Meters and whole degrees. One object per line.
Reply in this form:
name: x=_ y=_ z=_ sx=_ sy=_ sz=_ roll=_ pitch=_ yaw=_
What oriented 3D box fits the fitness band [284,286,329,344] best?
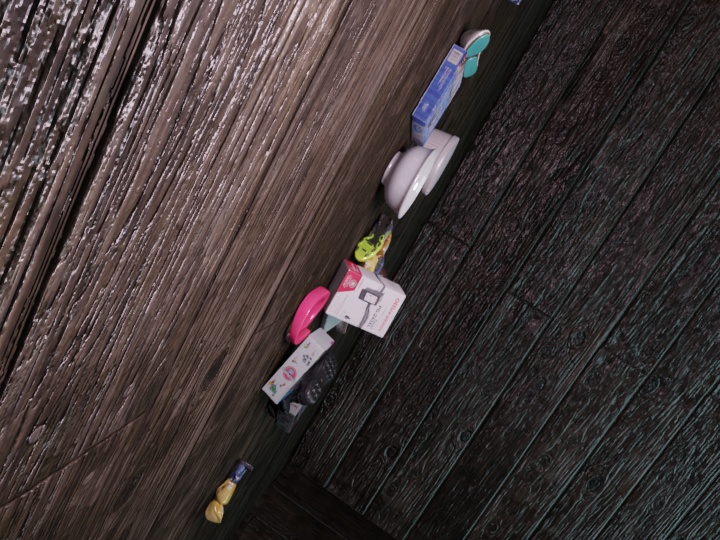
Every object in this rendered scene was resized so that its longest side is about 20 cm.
fitness band: x=-0.135 y=0.113 z=1.473 sx=0.145 sy=0.037 sz=0.200 roll=-63 pitch=173 yaw=14

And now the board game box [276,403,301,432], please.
board game box: x=-0.247 y=0.515 z=2.189 sx=0.148 sy=0.064 sz=0.201 roll=-54 pitch=171 yaw=-34

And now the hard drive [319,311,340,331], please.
hard drive: x=-0.067 y=0.123 z=1.867 sx=0.131 sy=0.027 sz=0.201 roll=-33 pitch=161 yaw=-26

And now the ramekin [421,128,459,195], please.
ramekin: x=0.216 y=-0.344 z=1.774 sx=0.204 sy=0.093 sz=0.203 roll=-58 pitch=174 yaw=-10

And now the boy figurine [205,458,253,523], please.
boy figurine: x=-0.420 y=0.701 z=1.822 sx=0.201 sy=0.064 sz=0.125 roll=-59 pitch=177 yaw=-29

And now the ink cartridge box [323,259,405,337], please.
ink cartridge box: x=0.010 y=0.081 z=1.631 sx=0.147 sy=0.198 sz=0.084 roll=-60 pitch=-158 yaw=12

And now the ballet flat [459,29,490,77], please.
ballet flat: x=0.270 y=-0.554 z=1.422 sx=0.070 sy=0.069 sz=0.200 roll=-57 pitch=174 yaw=-6

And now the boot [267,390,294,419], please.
boot: x=-0.210 y=0.363 z=1.808 sx=0.201 sy=0.076 sz=0.168 roll=-56 pitch=179 yaw=32

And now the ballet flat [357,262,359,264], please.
ballet flat: x=0.003 y=0.010 z=1.910 sx=0.200 sy=0.056 sz=0.067 roll=-50 pitch=168 yaw=-51

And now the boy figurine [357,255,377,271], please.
boy figurine: x=0.000 y=0.000 z=1.750 sx=0.124 sy=0.064 sz=0.201 roll=-47 pitch=-173 yaw=50

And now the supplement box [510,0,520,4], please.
supplement box: x=0.283 y=-0.609 z=0.962 sx=0.201 sy=0.133 sz=0.201 roll=-54 pitch=172 yaw=-31

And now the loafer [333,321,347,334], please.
loafer: x=-0.037 y=0.146 z=2.179 sx=0.202 sy=0.062 sz=0.072 roll=-59 pitch=173 yaw=-3

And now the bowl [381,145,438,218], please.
bowl: x=0.115 y=-0.246 z=1.492 sx=0.203 sy=0.090 sz=0.201 roll=-57 pitch=172 yaw=-12

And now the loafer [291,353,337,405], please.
loafer: x=-0.123 y=0.290 z=1.556 sx=0.201 sy=0.069 sz=0.069 roll=-50 pitch=125 yaw=-55

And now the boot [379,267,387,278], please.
boot: x=0.072 y=0.048 z=2.123 sx=0.071 sy=0.168 sz=0.201 roll=-21 pitch=158 yaw=-4

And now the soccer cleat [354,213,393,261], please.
soccer cleat: x=0.042 y=-0.087 z=1.742 sx=0.201 sy=0.064 sz=0.084 roll=-55 pitch=170 yaw=-36

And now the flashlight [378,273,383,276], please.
flashlight: x=0.011 y=0.069 z=2.052 sx=0.068 sy=0.068 sz=0.200 roll=-41 pitch=-179 yaw=-40

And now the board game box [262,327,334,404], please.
board game box: x=-0.170 y=0.262 z=1.595 sx=0.200 sy=0.064 sz=0.147 roll=-48 pitch=174 yaw=8

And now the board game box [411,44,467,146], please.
board game box: x=0.196 y=-0.435 z=1.454 sx=0.202 sy=0.043 sz=0.199 roll=-59 pitch=174 yaw=-2

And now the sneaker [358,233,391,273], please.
sneaker: x=0.047 y=-0.044 z=1.889 sx=0.202 sy=0.074 sz=0.088 roll=-62 pitch=178 yaw=-18
